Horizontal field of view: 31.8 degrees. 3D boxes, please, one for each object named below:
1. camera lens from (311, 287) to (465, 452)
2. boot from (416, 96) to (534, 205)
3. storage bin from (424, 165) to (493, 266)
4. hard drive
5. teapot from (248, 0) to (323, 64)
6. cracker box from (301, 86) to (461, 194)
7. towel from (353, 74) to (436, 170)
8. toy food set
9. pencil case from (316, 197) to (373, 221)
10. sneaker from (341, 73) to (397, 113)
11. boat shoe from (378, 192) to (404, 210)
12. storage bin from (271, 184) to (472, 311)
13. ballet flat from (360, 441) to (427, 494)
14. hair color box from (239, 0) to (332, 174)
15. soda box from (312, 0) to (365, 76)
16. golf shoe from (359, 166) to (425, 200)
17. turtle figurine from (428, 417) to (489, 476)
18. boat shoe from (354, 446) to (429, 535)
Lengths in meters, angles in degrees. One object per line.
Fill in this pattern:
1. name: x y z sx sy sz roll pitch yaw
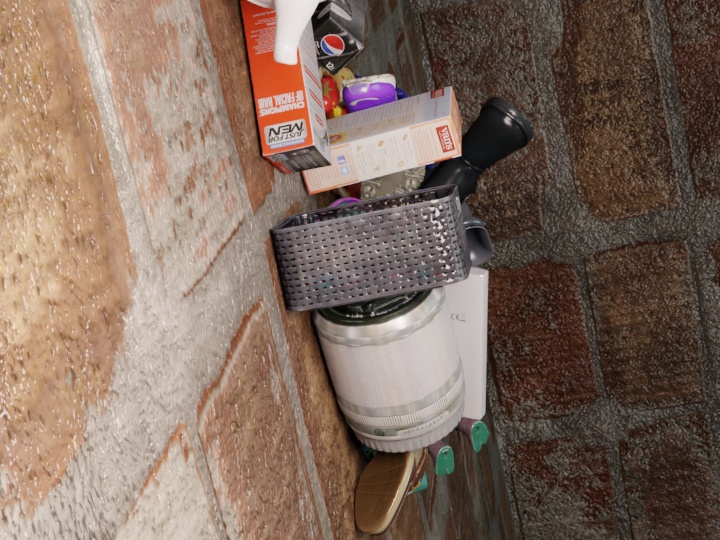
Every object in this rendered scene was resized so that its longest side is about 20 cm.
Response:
1. camera lens: 0.037 0.095 1.513 0.160 0.159 0.201 -84 162 -59
2. boot: 0.137 -0.127 1.647 0.076 0.168 0.200 39 -11 -2
3. storage bin: 0.080 -0.070 1.901 0.146 0.199 0.135 62 9 -62
4. hard drive: 0.097 0.085 1.605 0.027 0.131 0.201 -40 134 -56
5. teapot: -0.085 -0.342 1.302 0.200 0.197 0.146 -50 175 -43
6. cracker box: 0.028 -0.166 1.601 0.134 0.199 0.058 -78 151 -66
7. towel: 0.036 -0.206 1.935 0.050 0.147 0.200 -52 142 -22
8. toy food set: -0.027 -0.192 1.777 0.200 0.048 0.199 -12 92 -81
9. pencil case: 0.000 0.000 1.626 0.200 0.085 0.093 68 1 -51
10. sneaker: 0.023 -0.204 1.731 0.200 0.069 0.100 25 58 -78
11. boat shoe: 0.044 -0.058 1.648 0.073 0.063 0.200 50 -13 8
12. storage bin: 0.015 -0.026 1.383 0.135 0.199 0.094 -54 133 -77
13. ballet flat: 0.039 0.265 1.689 0.200 0.067 0.071 67 37 -49
14. hair color box: -0.084 -0.220 1.421 0.111 0.064 0.201 37 43 -78
15. soda box: -0.037 -0.364 1.777 0.071 0.063 0.201 39 30 -27
16. golf shoe: 0.031 -0.109 1.760 0.097 0.078 0.201 -81 -163 -60
17. turtle figurine: 0.083 0.215 1.814 0.200 0.150 0.101 28 -18 50
18. boat shoe: 0.053 0.248 1.574 0.072 0.072 0.201 48 44 -32
